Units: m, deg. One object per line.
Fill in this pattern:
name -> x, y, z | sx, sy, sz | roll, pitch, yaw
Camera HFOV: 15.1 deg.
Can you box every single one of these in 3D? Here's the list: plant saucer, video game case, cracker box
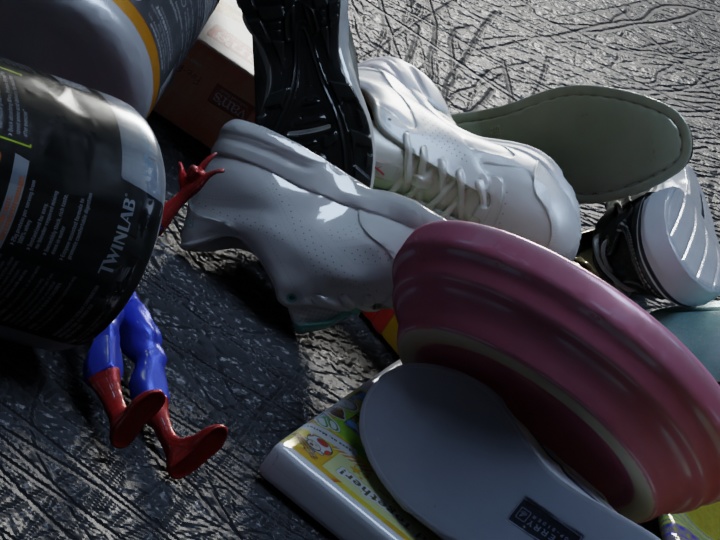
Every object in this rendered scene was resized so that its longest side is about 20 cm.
plant saucer -> 0.093, 0.058, 1.319 | 0.200, 0.051, 0.201 | 33, -19, 13
plant saucer -> 0.228, 0.038, 1.578 | 0.201, 0.039, 0.201 | -4, 2, 0
video game case -> 0.063, 0.131, 1.338 | 0.200, 0.023, 0.182 | 39, 22, 9
cracker box -> -0.096, -0.149, 1.646 | 0.134, 0.058, 0.200 | 34, 22, 0

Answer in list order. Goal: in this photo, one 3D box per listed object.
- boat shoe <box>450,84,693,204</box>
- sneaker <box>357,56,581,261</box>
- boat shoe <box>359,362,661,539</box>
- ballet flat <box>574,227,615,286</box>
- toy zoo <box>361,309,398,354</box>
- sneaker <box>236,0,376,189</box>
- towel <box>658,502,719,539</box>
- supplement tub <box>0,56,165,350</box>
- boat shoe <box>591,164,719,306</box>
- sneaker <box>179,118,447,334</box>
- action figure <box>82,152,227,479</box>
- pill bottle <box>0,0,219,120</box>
boat shoe -> 0.112, -0.072, 1.650 | 0.201, 0.072, 0.061 | -4, -3, 25
sneaker -> 0.038, -0.054, 1.582 | 0.200, 0.078, 0.099 | 35, 25, 30
boat shoe -> 0.078, 0.121, 1.279 | 0.200, 0.074, 0.065 | 43, -8, 31
ballet flat -> 0.154, -0.006, 1.720 | 0.067, 0.046, 0.200 | 40, 22, 15
toy zoo -> 0.053, 0.029, 1.538 | 0.131, 0.020, 0.200 | 8, 33, -48
sneaker -> -0.027, -0.093, 1.511 | 0.074, 0.200, 0.079 | -5, -12, 7
towel -> 0.212, 0.177, 1.421 | 0.144, 0.023, 0.200 | 42, 19, -14
supplement tub -> -0.197, -0.044, 1.193 | 0.200, 0.123, 0.123 | 19, 26, -36
boat shoe -> 0.176, -0.011, 1.627 | 0.072, 0.071, 0.200 | 62, 13, -6
sneaker -> 0.000, 0.000, 1.428 | 0.200, 0.089, 0.075 | 26, -6, 12
action figure -> -0.101, -0.003, 1.281 | 0.065, 0.099, 0.200 | 35, 14, -41
pill bottle -> -0.138, -0.152, 1.453 | 0.116, 0.116, 0.200 | 32, 38, -6
